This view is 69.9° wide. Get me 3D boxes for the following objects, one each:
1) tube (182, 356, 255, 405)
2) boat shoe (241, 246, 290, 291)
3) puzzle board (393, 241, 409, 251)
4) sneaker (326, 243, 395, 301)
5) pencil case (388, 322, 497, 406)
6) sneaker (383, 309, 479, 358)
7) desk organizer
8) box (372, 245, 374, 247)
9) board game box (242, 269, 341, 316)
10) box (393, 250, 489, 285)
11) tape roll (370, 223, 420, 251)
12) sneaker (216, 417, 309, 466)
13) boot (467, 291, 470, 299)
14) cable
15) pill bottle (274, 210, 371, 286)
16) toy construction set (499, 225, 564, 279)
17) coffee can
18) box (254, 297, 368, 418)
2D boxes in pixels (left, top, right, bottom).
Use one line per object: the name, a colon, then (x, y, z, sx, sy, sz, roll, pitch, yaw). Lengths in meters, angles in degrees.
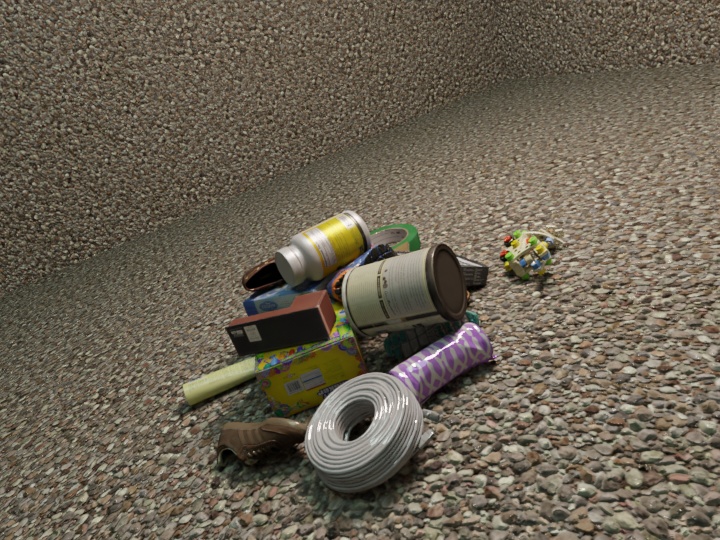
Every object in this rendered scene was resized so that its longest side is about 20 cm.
tube: (-0.295, 0.242, 1.162, 0.200, 0.052, 0.058, -22, 65, -14)
boat shoe: (-0.180, -0.005, 1.194, 0.200, 0.071, 0.070, -29, 12, -4)
puzzle board: (0.045, -0.001, 1.373, 0.200, 0.017, 0.151, -31, 14, 14)
sneaker: (0.000, 0.000, 1.135, 0.200, 0.075, 0.078, -31, 14, -33)
pencil case: (0.145, 0.173, 0.930, 0.200, 0.084, 0.086, -30, 64, -17)
sneaker: (0.143, 0.113, 1.067, 0.200, 0.078, 0.091, -15, 21, 8)
desk organizer: (-0.154, 0.103, 1.016, 0.200, 0.072, 0.077, -13, 22, 17)
box: (-0.060, -0.026, 1.411, 0.200, 0.103, 0.095, -39, 25, -1)
board game box: (-0.144, 0.034, 1.224, 0.199, 0.043, 0.200, -10, 20, 27)
box: (0.174, -0.006, 1.218, 0.200, 0.050, 0.158, 0, 14, -27)
tape roll: (0.078, -0.074, 1.535, 0.200, 0.048, 0.201, -17, 24, 8)
sneaker: (-0.173, 0.310, 0.910, 0.200, 0.070, 0.076, -15, 49, 33)
boot: (0.146, 0.060, 1.172, 0.200, 0.076, 0.074, -11, 24, 17)
cable: (0.003, 0.257, 0.833, 0.200, 0.069, 0.200, -44, 30, -17)
pill bottle: (-0.083, -0.046, 1.142, 0.200, 0.113, 0.112, -29, 25, -25)
toy construction set: (0.397, -0.053, 1.196, 0.131, 0.092, 0.200, -32, 3, 40)
coffee can: (0.085, 0.042, 0.997, 0.200, 0.147, 0.146, -15, 23, 31)
box: (-0.102, 0.171, 1.066, 0.200, 0.122, 0.193, -20, 24, -1)
